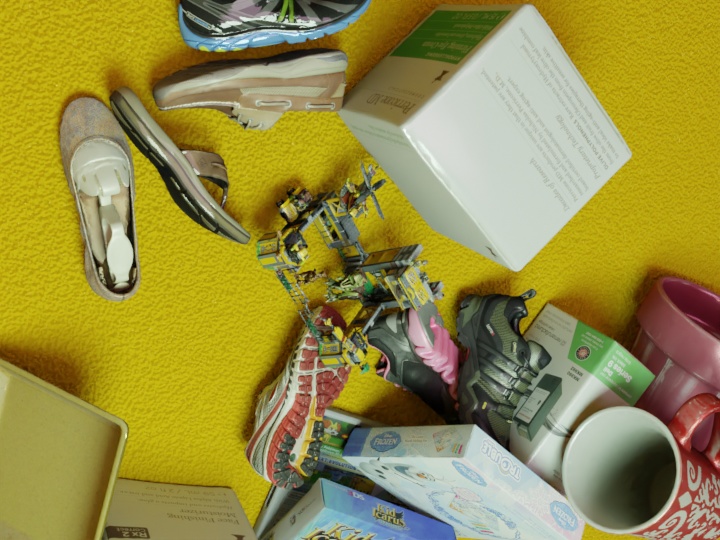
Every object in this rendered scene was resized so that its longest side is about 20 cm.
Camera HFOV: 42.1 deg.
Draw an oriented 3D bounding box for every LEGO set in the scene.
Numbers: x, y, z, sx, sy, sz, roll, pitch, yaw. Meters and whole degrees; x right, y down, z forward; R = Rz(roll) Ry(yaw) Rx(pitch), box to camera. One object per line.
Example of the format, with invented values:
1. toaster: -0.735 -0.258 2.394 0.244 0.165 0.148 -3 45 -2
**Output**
1. LEGO set: 0.000 0.000 0.965 0.154 0.115 0.201 -42 114 -44

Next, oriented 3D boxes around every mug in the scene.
1. mug: 0.347 0.233 1.033 0.177 0.134 0.200 -26 143 30

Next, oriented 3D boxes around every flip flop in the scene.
1. flip flop: -0.166 -0.103 0.915 0.058 0.081 0.200 -45 116 -18

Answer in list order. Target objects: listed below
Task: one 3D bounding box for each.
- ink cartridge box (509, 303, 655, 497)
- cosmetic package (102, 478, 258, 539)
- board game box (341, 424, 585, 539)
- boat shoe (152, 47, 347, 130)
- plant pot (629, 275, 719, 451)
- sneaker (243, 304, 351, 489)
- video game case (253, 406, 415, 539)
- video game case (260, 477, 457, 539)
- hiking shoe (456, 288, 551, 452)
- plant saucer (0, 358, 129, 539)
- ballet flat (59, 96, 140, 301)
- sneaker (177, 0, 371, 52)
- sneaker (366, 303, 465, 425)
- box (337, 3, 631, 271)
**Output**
1. ink cartridge box: 0.227 0.160 1.115 0.084 0.146 0.201 37 89 -28
2. cosmetic package: -0.201 0.336 0.959 0.164 0.200 0.166 11 101 -25
3. board game box: 0.113 0.240 1.042 0.200 0.198 0.044 41 59 -27
4. boat shoe: -0.102 -0.172 0.921 0.198 0.076 0.072 -11 112 -18
5. plant pot: 0.412 0.135 1.171 0.199 0.200 0.180 16 114 -26
6. sneaker: -0.074 0.130 1.021 0.078 0.082 0.201 34 73 -42
7. video game case: -0.009 0.266 1.119 0.199 0.022 0.183 21 97 -26
8. video game case: -0.016 0.337 1.083 0.199 0.046 0.181 27 118 -28
9. hiking shoe: 0.165 0.118 1.058 0.076 0.100 0.202 24 60 -60
10. plant saucer: -0.312 0.197 0.908 0.048 0.199 0.201 -7 116 -66
11. ballet flat: -0.241 -0.064 0.898 0.068 0.067 0.202 -15 110 -22
12. sneaker: -0.078 -0.264 0.903 0.198 0.071 0.083 -13 116 -15
13. sneaker: 0.069 0.115 1.088 0.095 0.079 0.201 -15 128 20
14. box: 0.118 -0.142 0.950 0.171 0.199 0.200 -45 115 -4
